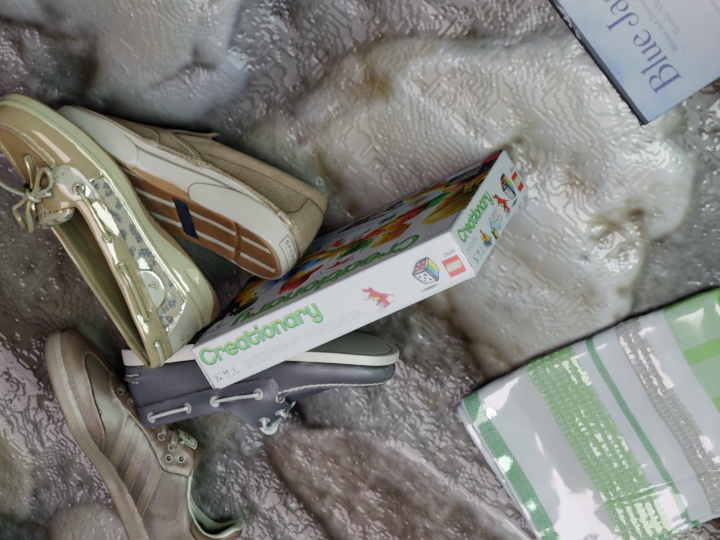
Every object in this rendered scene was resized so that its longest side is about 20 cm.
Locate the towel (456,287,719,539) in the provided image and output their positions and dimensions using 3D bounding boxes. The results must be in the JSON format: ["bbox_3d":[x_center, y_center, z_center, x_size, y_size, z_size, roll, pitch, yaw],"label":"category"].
[{"bbox_3d":[0.178,0.109,1.356,0.200,0.031,0.149,-26,105,28],"label":"towel"}]

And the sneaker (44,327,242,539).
[{"bbox_3d":[-0.151,0.119,1.470,0.075,0.070,0.201,-23,106,4],"label":"sneaker"}]

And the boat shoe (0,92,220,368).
[{"bbox_3d":[-0.174,-0.028,1.356,0.200,0.063,0.073,48,157,-8],"label":"boat shoe"}]

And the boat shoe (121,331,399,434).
[{"bbox_3d":[-0.065,0.075,1.395,0.199,0.073,0.063,-2,98,23],"label":"boat shoe"}]

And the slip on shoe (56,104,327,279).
[{"bbox_3d":[-0.113,-0.063,1.363,0.200,0.061,0.076,25,151,26],"label":"slip on shoe"}]

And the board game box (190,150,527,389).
[{"bbox_3d":[0.000,0.000,1.310,0.200,0.126,0.035,-25,105,28],"label":"board game box"}]

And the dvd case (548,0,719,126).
[{"bbox_3d":[0.200,-0.191,1.208,0.200,0.018,0.143,-33,101,30],"label":"dvd case"}]
